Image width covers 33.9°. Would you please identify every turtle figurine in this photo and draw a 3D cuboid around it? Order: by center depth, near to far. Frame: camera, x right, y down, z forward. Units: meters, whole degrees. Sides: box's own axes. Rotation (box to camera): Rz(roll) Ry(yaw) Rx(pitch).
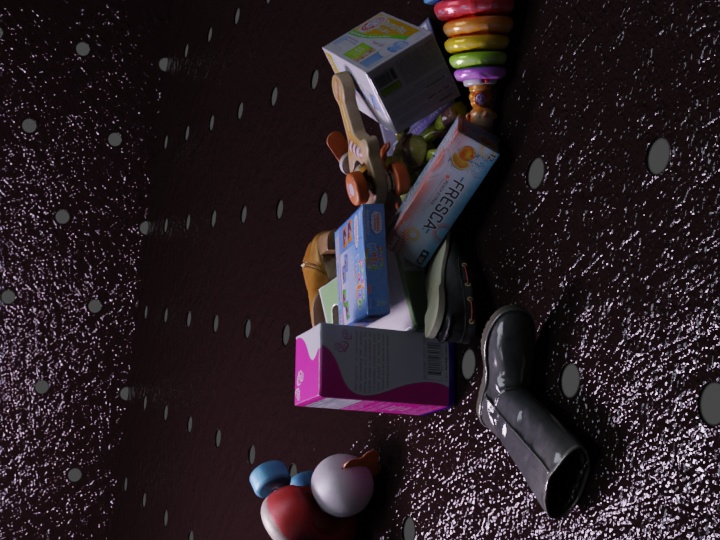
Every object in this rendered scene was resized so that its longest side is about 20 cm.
[{"bbox_3d":[0.083,-0.177,1.663,0.161,0.064,0.200,-26,62,37],"label":"turtle figurine"}]

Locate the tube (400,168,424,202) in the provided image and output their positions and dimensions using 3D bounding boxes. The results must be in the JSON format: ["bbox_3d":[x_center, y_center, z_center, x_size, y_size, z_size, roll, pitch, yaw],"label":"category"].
[{"bbox_3d":[0.080,-0.109,1.744,0.052,0.058,0.200,-46,43,40],"label":"tube"}]

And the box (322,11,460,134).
[{"bbox_3d":[0.040,-0.284,1.677,0.101,0.112,0.200,61,172,-27],"label":"box"}]

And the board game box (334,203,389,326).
[{"bbox_3d":[0.000,0.000,1.665,0.200,0.037,0.151,142,127,-76],"label":"board game box"}]

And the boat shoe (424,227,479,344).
[{"bbox_3d":[0.124,0.019,1.588,0.201,0.063,0.074,-85,13,-46],"label":"boat shoe"}]

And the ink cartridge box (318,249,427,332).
[{"bbox_3d":[0.024,0.053,1.762,0.200,0.048,0.146,-37,60,47],"label":"ink cartridge box"}]

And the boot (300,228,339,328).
[{"bbox_3d":[-0.058,0.035,1.922,0.144,0.071,0.201,145,130,-70],"label":"boot"}]

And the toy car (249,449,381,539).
[{"bbox_3d":[-0.034,0.346,1.804,0.200,0.177,0.184,-41,52,17],"label":"toy car"}]

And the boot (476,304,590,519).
[{"bbox_3d":[0.198,0.157,1.356,0.200,0.072,0.182,-118,27,-64],"label":"boot"}]

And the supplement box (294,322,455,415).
[{"bbox_3d":[0.019,0.138,1.622,0.103,0.200,0.101,150,124,-62],"label":"supplement box"}]

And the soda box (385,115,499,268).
[{"bbox_3d":[0.109,-0.105,1.590,0.200,0.068,0.064,-57,10,27],"label":"soda box"}]

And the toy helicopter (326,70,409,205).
[{"bbox_3d":[-0.005,-0.181,1.665,0.132,0.079,0.200,164,92,-74],"label":"toy helicopter"}]

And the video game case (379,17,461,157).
[{"bbox_3d":[0.078,-0.271,1.780,0.143,0.019,0.200,-40,44,29],"label":"video game case"}]

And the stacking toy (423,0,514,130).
[{"bbox_3d":[0.156,-0.285,1.577,0.110,0.116,0.200,-171,77,-70],"label":"stacking toy"}]
